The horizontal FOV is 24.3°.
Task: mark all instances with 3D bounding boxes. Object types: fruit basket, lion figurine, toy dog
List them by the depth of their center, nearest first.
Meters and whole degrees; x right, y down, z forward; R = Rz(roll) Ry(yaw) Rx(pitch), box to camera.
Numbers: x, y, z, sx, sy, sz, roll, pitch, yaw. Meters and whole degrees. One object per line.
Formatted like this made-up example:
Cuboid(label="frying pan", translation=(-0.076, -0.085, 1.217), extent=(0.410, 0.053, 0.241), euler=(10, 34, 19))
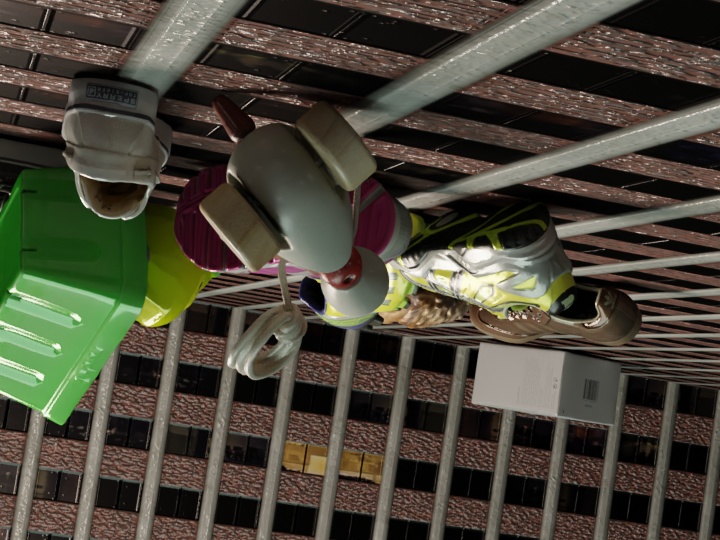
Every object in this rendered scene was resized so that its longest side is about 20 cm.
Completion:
Cuboid(label="toy dog", translation=(-0.042, -0.038, 0.971), extent=(0.131, 0.097, 0.201), euler=(-28, 154, -20))
Cuboid(label="fruit basket", translation=(-0.193, 0.012, 1.302), extent=(0.213, 0.157, 0.217), euler=(-5, 147, -3))
Cuboid(label="lion figurine", translation=(0.012, 0.010, 1.659), extent=(0.198, 0.073, 0.122), euler=(18, 164, -36))

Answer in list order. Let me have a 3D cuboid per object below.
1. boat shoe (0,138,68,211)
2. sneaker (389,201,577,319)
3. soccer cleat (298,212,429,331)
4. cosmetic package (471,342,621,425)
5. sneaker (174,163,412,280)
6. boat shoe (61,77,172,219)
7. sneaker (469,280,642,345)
Cuboid(label="boat shoe", translation=(-0.272, -0.070, 1.298), extent=(0.198, 0.057, 0.068), euler=(12, 174, -29))
Cuboid(label="sneaker", translation=(0.084, 0.001, 1.222), extent=(0.075, 0.077, 0.200), euler=(-36, -165, -19))
Cuboid(label="soccer cleat", translation=(0.000, 0.001, 1.400), extent=(0.083, 0.065, 0.200), euler=(20, 156, -11))
Cuboid(label="cosmetic package", translation=(0.349, 0.211, 3.125), extent=(0.198, 0.125, 0.198), euler=(3, 173, 41))
Cuboid(label="sneaker", translation=(-0.047, -0.028, 1.230), extent=(0.198, 0.082, 0.088), euler=(7, 174, 30))
Cuboid(label="boat shoe", translation=(-0.153, -0.066, 1.031), extent=(0.070, 0.071, 0.200), euler=(9, 175, -8))
Cuboid(label="sneaker", translation=(0.188, 0.030, 1.698), extent=(0.198, 0.071, 0.075), euler=(1, 153, 37))
